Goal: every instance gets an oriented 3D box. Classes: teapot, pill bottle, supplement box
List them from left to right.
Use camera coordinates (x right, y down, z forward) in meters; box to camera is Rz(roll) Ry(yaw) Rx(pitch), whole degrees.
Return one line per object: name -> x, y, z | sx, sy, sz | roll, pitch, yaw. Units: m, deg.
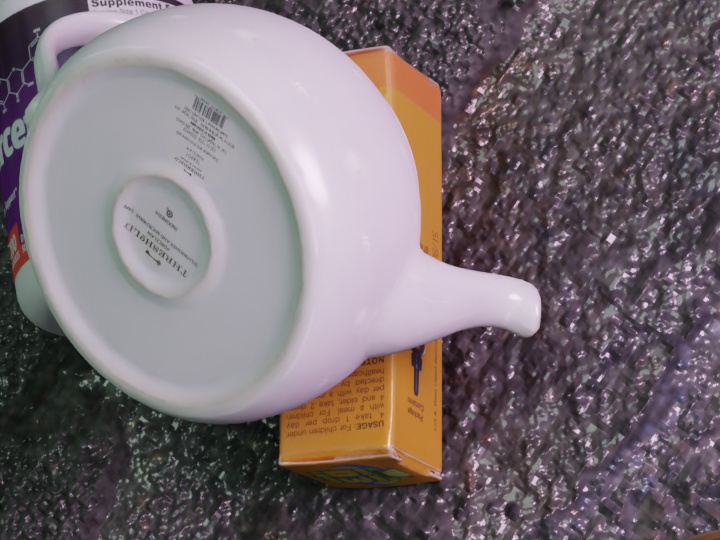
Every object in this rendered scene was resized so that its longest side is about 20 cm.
pill bottle -> -0.128, -0.074, 1.407 | 0.112, 0.112, 0.201 | -20, 68, 20
teapot -> -0.048, -0.036, 1.268 | 0.197, 0.146, 0.201 | -13, 98, 38
supplement box -> 0.000, 0.000, 1.350 | 0.069, 0.067, 0.201 | -9, 71, 23

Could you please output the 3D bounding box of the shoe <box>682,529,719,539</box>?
shoe -> 0.135, 0.164, 1.252 | 0.199, 0.053, 0.070 | -17, 36, 16
